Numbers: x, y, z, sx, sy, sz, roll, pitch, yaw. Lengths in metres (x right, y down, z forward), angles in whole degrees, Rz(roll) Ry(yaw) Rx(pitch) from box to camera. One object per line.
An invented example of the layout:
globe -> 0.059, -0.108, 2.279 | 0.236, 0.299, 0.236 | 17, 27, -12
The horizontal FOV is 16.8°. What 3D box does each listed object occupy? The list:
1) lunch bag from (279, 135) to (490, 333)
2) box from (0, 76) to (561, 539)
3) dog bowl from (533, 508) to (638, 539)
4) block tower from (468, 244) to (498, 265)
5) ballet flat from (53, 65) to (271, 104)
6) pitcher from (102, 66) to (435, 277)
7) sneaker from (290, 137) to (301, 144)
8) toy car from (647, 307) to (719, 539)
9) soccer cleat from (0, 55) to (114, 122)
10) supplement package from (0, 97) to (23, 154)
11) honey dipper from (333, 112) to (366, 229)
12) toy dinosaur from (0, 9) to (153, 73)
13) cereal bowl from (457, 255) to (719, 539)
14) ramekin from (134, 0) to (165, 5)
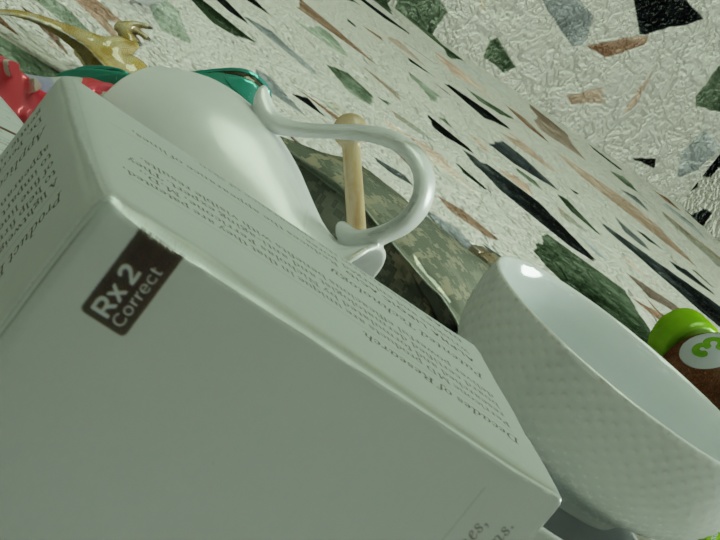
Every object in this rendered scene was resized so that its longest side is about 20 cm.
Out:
lunch bag -> 0.010, 0.012, 1.614 | 0.200, 0.118, 0.164 | 37, 9, 19
box -> -0.076, 0.078, 0.847 | 0.199, 0.199, 0.131 | 34, 12, -22
dog bowl -> 0.063, 0.135, 1.381 | 0.200, 0.079, 0.200 | 36, 12, -9
block tower -> 0.150, 0.056, 2.047 | 0.200, 0.058, 0.054 | 39, 10, 12
ballet flat -> -0.148, -0.097, 1.616 | 0.199, 0.071, 0.067 | 2, -38, 38
pitcher -> -0.065, -0.051, 1.480 | 0.200, 0.172, 0.121 | 43, 7, 20
sneaker -> -0.033, -0.040, 1.786 | 0.075, 0.081, 0.200 | 29, 14, -47
toy car -> 0.201, 0.106, 1.812 | 0.199, 0.158, 0.164 | 16, 19, -32
soccer cleat -> -0.218, -0.097, 1.508 | 0.076, 0.067, 0.200 | 0, 0, 31
supplement package -> -0.217, -0.037, 1.076 | 0.117, 0.117, 0.200 | 24, 17, -51
honey dipper -> 0.000, 0.000, 1.517 | 0.038, 0.038, 0.201 | 20, 63, -58
toy dinosaur -> -0.188, -0.160, 1.832 | 0.200, 0.058, 0.101 | 36, 12, -9
cereal bowl -> 0.131, 0.085, 1.374 | 0.200, 0.083, 0.200 | 36, 11, -8
ramekin -> -0.230, -0.340, 2.310 | 0.200, 0.105, 0.200 | 36, 12, -9
